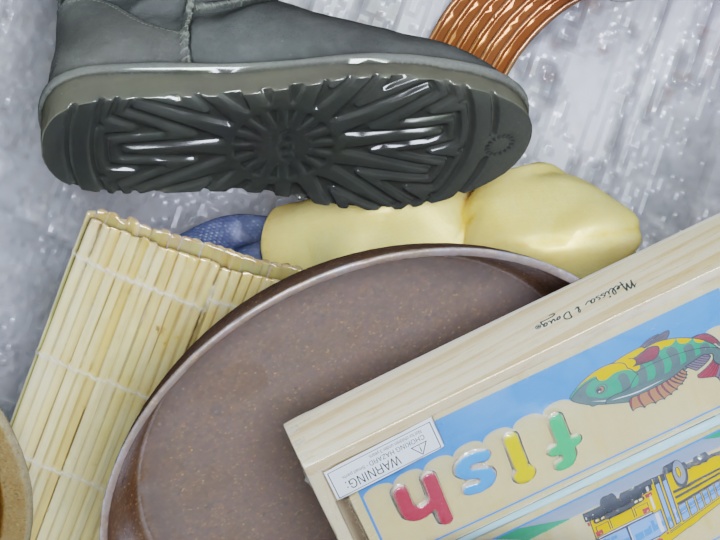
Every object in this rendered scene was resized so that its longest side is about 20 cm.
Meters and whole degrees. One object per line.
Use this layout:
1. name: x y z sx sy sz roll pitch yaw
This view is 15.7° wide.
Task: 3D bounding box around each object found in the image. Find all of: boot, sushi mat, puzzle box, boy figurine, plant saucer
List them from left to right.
1. sushi mat: -0.081 0.075 0.918 0.095 0.012 0.200 17 117 -11
2. boot: -0.037 -0.120 0.916 0.181 0.073 0.200 5 49 -12
3. boy figurine: 0.000 0.000 0.931 0.199 0.064 0.125 -18 90 7
4. plant saucer: 0.005 0.066 0.896 0.200 0.035 0.201 -11 128 -14
5. puzzle box: 0.086 0.060 0.886 0.200 0.025 0.133 -26 131 -2

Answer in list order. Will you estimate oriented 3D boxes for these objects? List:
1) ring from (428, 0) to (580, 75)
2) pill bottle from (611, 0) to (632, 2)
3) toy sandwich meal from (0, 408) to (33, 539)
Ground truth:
1. ring: 0.110 -0.048 0.962 0.200 0.019 0.201 -3 78 13
2. pill bottle: 0.051 -0.197 0.934 0.200 0.112 0.112 40 81 14
3. toy sandwich meal: -0.204 0.074 0.864 0.204 0.070 0.206 4 129 5
